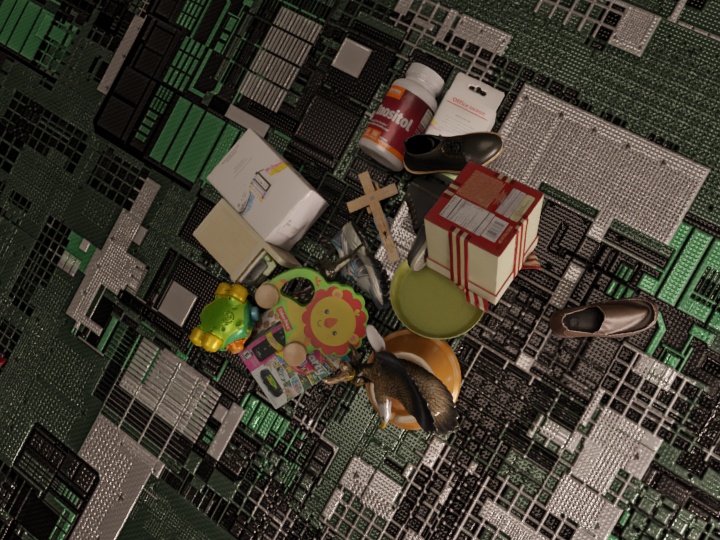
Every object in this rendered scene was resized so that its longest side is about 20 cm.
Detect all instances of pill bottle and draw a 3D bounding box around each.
[{"bbox_3d":[0.090,-0.322,1.112,0.112,0.113,0.202,31,92,13],"label":"pill bottle"}]

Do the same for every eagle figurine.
[{"bbox_3d":[0.062,0.192,0.874,0.196,0.152,0.154,7,123,29],"label":"eagle figurine"}]

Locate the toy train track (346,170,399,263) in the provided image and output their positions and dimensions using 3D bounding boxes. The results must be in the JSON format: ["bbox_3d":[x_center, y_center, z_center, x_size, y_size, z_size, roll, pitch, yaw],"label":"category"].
[{"bbox_3d":[0.041,-0.115,1.151,0.113,0.033,0.204,-20,87,3],"label":"toy train track"}]

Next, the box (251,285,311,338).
[{"bbox_3d":[-0.159,0.087,1.172,0.198,0.041,0.039,-30,80,10],"label":"box"}]

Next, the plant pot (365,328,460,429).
[{"bbox_3d":[0.093,0.215,1.028,0.196,0.183,0.205,-1,85,13],"label":"plant pot"}]

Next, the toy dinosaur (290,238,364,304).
[{"bbox_3d":[-0.071,-0.010,1.111,0.200,0.047,0.089,-43,43,14],"label":"toy dinosaur"}]

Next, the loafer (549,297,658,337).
[{"bbox_3d":[0.467,0.097,1.010,0.196,0.071,0.075,-12,82,12],"label":"loafer"}]

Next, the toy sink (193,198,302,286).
[{"bbox_3d":[-0.244,-0.039,1.157,0.200,0.130,0.112,43,95,12],"label":"toy sink"}]

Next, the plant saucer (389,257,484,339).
[{"bbox_3d":[0.158,0.049,1.078,0.195,0.031,0.204,-3,62,6],"label":"plant saucer"}]

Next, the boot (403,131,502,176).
[{"bbox_3d":[0.176,-0.230,1.003,0.196,0.138,0.079,-15,85,8],"label":"boot"}]

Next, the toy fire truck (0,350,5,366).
[{"bbox_3d":[-1.010,0.200,1.353,0.141,0.049,0.201,-41,79,7],"label":"toy fire truck"}]

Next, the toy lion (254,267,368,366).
[{"bbox_3d":[-0.086,0.083,1.053,0.189,0.069,0.203,-26,96,1],"label":"toy lion"}]

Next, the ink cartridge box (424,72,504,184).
[{"bbox_3d":[0.205,-0.291,1.106,0.116,0.067,0.203,29,93,12],"label":"ink cartridge box"}]

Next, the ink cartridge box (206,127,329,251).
[{"bbox_3d":[-0.194,-0.169,1.147,0.145,0.147,0.200,-46,78,5],"label":"ink cartridge box"}]

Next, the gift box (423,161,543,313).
[{"bbox_3d":[0.237,-0.052,0.996,0.199,0.188,0.185,36,72,27],"label":"gift box"}]

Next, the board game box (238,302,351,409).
[{"bbox_3d":[-0.137,0.174,1.130,0.198,0.064,0.149,-33,96,8],"label":"board game box"}]

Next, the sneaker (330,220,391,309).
[{"bbox_3d":[0.000,0.000,1.135,0.086,0.077,0.203,-32,72,20],"label":"sneaker"}]

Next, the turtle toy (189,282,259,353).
[{"bbox_3d":[-0.284,0.110,1.129,0.101,0.198,0.148,37,71,-29],"label":"turtle toy"}]

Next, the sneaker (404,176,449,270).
[{"bbox_3d":[0.122,-0.099,1.099,0.105,0.075,0.202,23,68,19],"label":"sneaker"}]
